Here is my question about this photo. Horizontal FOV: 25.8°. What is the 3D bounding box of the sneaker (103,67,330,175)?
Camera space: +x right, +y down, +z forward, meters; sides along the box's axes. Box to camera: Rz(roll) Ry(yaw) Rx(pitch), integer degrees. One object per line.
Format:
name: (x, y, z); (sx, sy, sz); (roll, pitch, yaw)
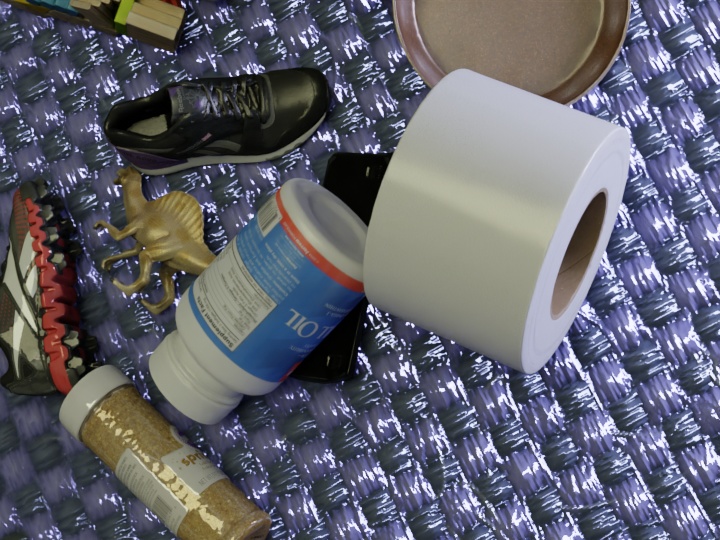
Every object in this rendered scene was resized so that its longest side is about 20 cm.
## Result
sneaker: (-0.125, -0.133, 1.358); (0.198, 0.088, 0.076); (-16, 74, 12)

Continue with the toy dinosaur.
toy dinosaur: (-0.166, -0.016, 1.362); (0.200, 0.058, 0.101); (39, 90, 19)

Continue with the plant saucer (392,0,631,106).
plant saucer: (0.125, -0.225, 1.309); (0.198, 0.034, 0.203); (0, 91, -1)

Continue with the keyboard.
keyboard: (0.000, 0.000, 1.332); (0.103, 0.039, 0.202); (6, 80, 40)

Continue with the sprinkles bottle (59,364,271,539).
sprinkles bottle: (-0.165, 0.167, 1.318); (0.200, 0.068, 0.068); (41, 91, 19)

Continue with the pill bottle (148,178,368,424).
pill bottle: (-0.081, 0.031, 1.290); (0.200, 0.112, 0.112); (-46, 70, 20)

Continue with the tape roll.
tape roll: (0.108, -0.038, 1.213); (0.138, 0.203, 0.204); (23, 85, 20)

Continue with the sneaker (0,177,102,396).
sneaker: (-0.293, 0.020, 1.382); (0.097, 0.071, 0.202); (-14, 76, 10)

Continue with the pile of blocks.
pile of blocks: (-0.240, -0.255, 1.420); (0.198, 0.082, 0.063); (17, 84, 19)

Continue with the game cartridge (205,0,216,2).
game cartridge: (-0.205, -0.316, 1.394); (0.200, 0.133, 0.041); (41, 98, 20)
